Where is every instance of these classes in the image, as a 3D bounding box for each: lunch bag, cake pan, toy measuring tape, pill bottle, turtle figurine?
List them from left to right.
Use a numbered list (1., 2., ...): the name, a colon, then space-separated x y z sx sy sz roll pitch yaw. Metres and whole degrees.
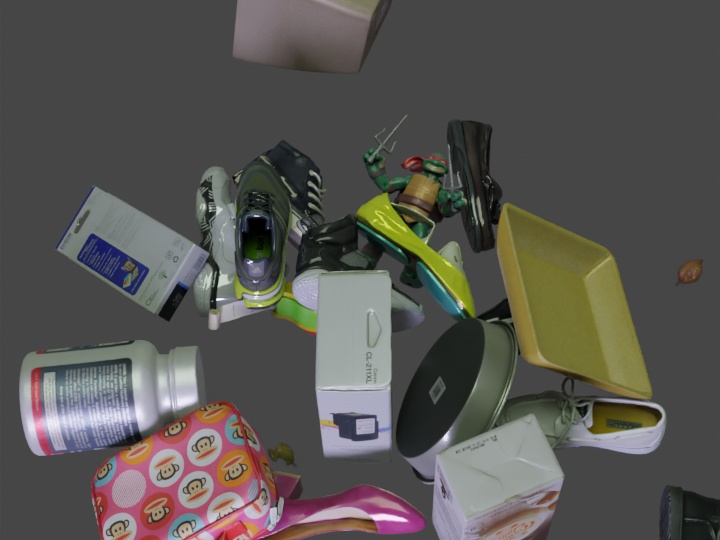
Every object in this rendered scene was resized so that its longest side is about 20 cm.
1. pill bottle: -0.281 0.143 1.530 0.197 0.120 0.121 -6 59 -1
2. lunch bag: -0.189 0.256 1.453 0.198 0.082 0.177 -27 49 3
3. toy measuring tape: -0.081 0.049 1.585 0.198 0.074 0.074 -14 57 -32
4. turtle figurine: 0.070 -0.086 1.663 0.148 0.101 0.202 15 76 28
5. cake pan: 0.101 0.138 1.477 0.036 0.200 0.202 29 60 -17

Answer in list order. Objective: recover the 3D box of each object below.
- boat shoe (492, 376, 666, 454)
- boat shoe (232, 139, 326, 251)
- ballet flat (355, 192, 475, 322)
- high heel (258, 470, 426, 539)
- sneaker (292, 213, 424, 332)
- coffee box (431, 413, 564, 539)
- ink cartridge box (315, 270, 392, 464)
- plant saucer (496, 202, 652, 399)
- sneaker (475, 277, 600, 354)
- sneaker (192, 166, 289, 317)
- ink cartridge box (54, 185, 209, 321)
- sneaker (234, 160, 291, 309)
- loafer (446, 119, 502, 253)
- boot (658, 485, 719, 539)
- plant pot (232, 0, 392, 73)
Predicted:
1. boat shoe: 0.250 0.166 1.513 0.199 0.086 0.075 6 59 5
2. boat shoe: -0.069 -0.086 1.680 0.093 0.075 0.200 -42 65 -12
3. ballet flat: 0.078 -0.021 1.573 0.067 0.067 0.200 -44 70 -12
4. high heel: -0.031 0.282 1.462 0.198 0.068 0.096 12 51 15
5. sneaker: 0.000 0.000 1.569 0.075 0.199 0.115 -28 56 37
6. coffee box: 0.141 0.243 1.405 0.113 0.201 0.080 -20 61 -9
7. ink cartridge box: -0.005 0.111 1.489 0.082 0.201 0.147 0 59 2
8. plant saucer: 0.228 0.045 1.486 0.199 0.048 0.202 20 48 -38
9. sneaker: 0.211 0.038 1.605 0.198 0.070 0.091 -15 54 -12
10. sneaker: -0.147 -0.037 1.659 0.113 0.075 0.202 -1 64 1
11. ink cartridge box: -0.284 -0.023 1.642 0.199 0.039 0.100 30 86 33
12. sneaker: -0.116 -0.056 1.576 0.073 0.081 0.202 -3 54 -4
13. loafer: 0.155 -0.114 1.694 0.062 0.072 0.202 -5 56 -6
14. boot: 0.424 0.322 1.432 0.197 0.066 0.167 9 62 3
15. plant pot: -0.050 -0.383 1.798 0.175 0.200 0.201 23 62 3
